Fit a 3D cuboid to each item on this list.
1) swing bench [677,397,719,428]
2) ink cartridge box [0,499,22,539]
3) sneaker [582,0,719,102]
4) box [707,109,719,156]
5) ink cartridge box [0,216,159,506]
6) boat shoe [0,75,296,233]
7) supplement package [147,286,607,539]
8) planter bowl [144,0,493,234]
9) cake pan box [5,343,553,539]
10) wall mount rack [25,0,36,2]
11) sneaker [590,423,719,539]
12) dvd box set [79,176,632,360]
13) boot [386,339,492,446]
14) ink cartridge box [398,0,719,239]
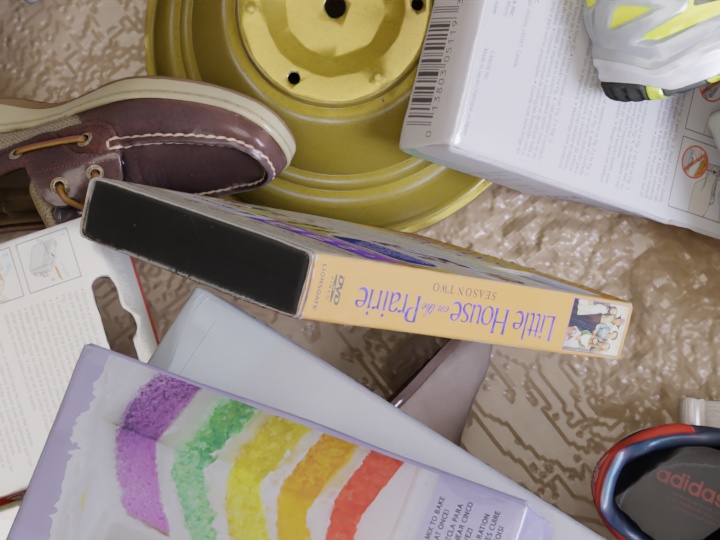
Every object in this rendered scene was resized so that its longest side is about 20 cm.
[{"bbox_3d":[0.242,0.157,1.016,0.199,0.130,0.200,-1,86,20],"label":"swing bench"},{"bbox_3d":[-0.164,0.111,1.072,0.144,0.085,0.201,-29,85,0],"label":"ink cartridge box"},{"bbox_3d":[0.191,-0.140,1.009,0.199,0.075,0.077,-22,101,-7],"label":"sneaker"},{"bbox_3d":[0.270,-0.051,0.991,0.200,0.109,0.129,-28,80,45],"label":"box"},{"bbox_3d":[-0.182,0.054,1.012,0.199,0.050,0.110,-18,83,1],"label":"ink cartridge box"},{"bbox_3d":[-0.126,-0.040,1.063,0.199,0.072,0.072,0,58,21],"label":"boat shoe"},{"bbox_3d":[-0.019,0.148,0.928,0.199,0.147,0.192,30,84,18],"label":"supplement package"},{"bbox_3d":[-0.009,-0.117,1.081,0.199,0.083,0.202,0,85,4],"label":"planter bowl"},{"bbox_3d":[-0.051,0.148,0.831,0.183,0.052,0.201,20,82,19],"label":"cake pan box"},{"bbox_3d":[-0.172,-0.232,1.106,0.199,0.075,0.175,26,86,5],"label":"wall mount rack"},{"bbox_3d":[0.185,0.109,0.928,0.199,0.084,0.076,10,88,20],"label":"sneaker"},{"bbox_3d":[0.000,0.000,0.990,0.146,0.199,0.030,19,97,44],"label":"dvd box set"},{"bbox_3d":[0.039,0.138,1.053,0.146,0.070,0.200,41,75,7],"label":"boot"},{"bbox_3d":[0.125,-0.106,1.067,0.199,0.050,0.162,17,85,-33],"label":"ink cartridge box"}]
